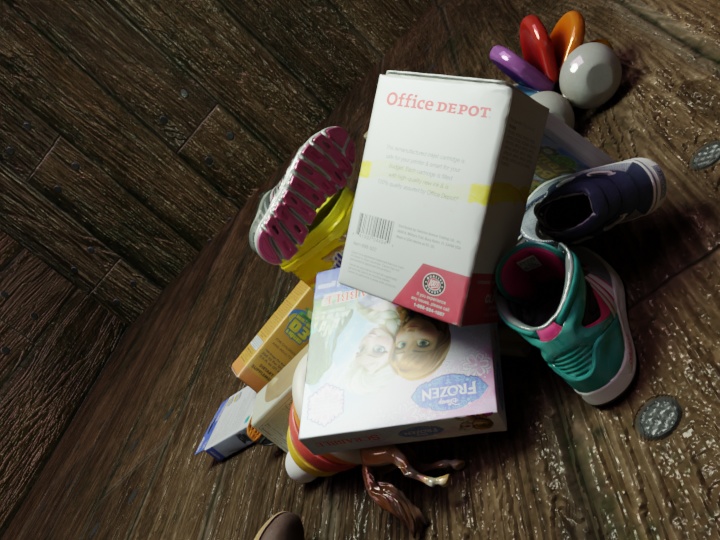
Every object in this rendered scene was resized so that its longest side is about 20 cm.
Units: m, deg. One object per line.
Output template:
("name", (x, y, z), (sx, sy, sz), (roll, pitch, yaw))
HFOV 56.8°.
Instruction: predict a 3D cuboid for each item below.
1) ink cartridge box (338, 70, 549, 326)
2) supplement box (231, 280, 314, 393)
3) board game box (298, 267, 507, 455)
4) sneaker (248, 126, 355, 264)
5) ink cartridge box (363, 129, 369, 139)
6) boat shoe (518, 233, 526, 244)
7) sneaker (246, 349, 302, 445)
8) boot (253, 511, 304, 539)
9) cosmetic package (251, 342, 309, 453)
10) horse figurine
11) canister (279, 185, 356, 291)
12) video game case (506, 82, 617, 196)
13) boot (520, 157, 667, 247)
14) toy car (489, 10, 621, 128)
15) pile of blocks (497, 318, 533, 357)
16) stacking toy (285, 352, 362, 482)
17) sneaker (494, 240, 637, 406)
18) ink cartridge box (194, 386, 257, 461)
("ink cartridge box", (0.074, -0.067, 0.613), (0.144, 0.083, 0.204), (19, 101, 38))
("supplement box", (-0.119, 0.104, 1.079), (0.201, 0.066, 0.069), (-52, 19, -8))
("board game box", (0.041, 0.073, 0.674), (0.196, 0.041, 0.202), (-13, 50, 20))
("sneaker", (-0.081, -0.097, 0.838), (0.087, 0.073, 0.202), (2, 59, 59))
("ink cartridge box", (0.106, -0.184, 1.065), (0.075, 0.165, 0.200), (-48, 19, -5))
("boat shoe", (0.138, -0.043, 0.872), (0.072, 0.068, 0.199), (-56, 19, -21))
("sneaker", (-0.093, 0.176, 1.001), (0.200, 0.076, 0.092), (-46, 10, -11))
("boot", (-0.040, 0.308, 0.648), (0.165, 0.073, 0.201), (-27, 25, 23))
("cosmetic package", (-0.039, 0.147, 0.865), (0.200, 0.105, 0.071), (-43, 19, 14))
("horse figurine", (0.050, 0.155, 0.671), (0.130, 0.050, 0.202), (-1, 49, 32))
("canister", (0.000, 0.000, 0.900), (0.148, 0.199, 0.087), (-32, 25, 41))
("video game case", (0.176, -0.122, 0.734), (0.181, 0.198, 0.022), (-3, 61, 65))
("boot", (0.196, -0.059, 0.661), (0.089, 0.074, 0.200), (-17, -5, -23))
("toy car", (0.247, -0.268, 0.927), (0.200, 0.150, 0.176), (-45, 19, 11))
("pile of blocks", (0.136, 0.030, 0.748), (0.082, 0.062, 0.200), (-47, 18, 5))
("stacking toy", (-0.042, 0.192, 0.792), (0.201, 0.144, 0.147), (-54, 10, 43))
("sneaker", (0.174, 0.013, 0.598), (0.083, 0.121, 0.201), (-38, 21, 26))
("ink cartridge box", (-0.194, 0.246, 1.129), (0.199, 0.042, 0.120), (-32, 24, 35))
